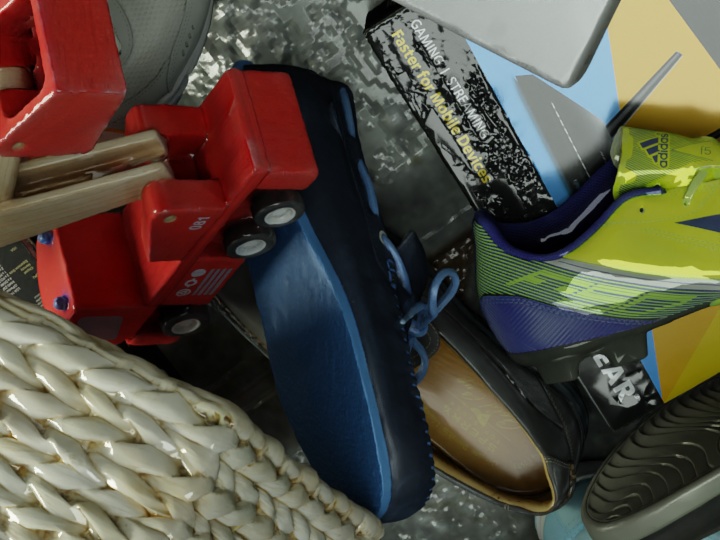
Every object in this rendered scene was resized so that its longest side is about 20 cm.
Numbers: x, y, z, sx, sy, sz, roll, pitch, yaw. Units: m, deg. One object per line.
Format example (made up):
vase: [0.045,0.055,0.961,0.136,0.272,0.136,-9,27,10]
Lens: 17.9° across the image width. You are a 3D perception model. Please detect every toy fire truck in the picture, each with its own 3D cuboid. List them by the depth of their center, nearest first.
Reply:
toy fire truck: [-0.095,-0.032,0.847,0.140,0.049,0.200,-1,152,-32]

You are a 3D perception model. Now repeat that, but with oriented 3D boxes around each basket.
basket: [-0.120,0.105,0.789,0.199,0.198,0.162,25,80,23]

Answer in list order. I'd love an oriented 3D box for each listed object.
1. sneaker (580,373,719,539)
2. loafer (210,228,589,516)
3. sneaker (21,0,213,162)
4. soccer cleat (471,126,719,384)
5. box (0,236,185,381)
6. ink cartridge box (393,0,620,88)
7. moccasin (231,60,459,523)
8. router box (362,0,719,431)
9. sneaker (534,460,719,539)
sneaker: [0.192,0.089,0.947,0.199,0.075,0.107,-30,111,-12]
loafer: [0.012,0.034,0.956,0.199,0.072,0.073,29,109,-8]
sneaker: [-0.135,-0.067,0.885,0.200,0.092,0.076,-43,83,-11]
soccer cleat: [0.137,-0.024,0.882,0.199,0.065,0.084,-21,99,6]
box: [-0.193,0.062,0.985,0.199,0.044,0.161,-36,105,12]
ink cartridge box: [0.032,-0.192,0.862,0.199,0.045,0.177,27,101,5]
moccasin: [0.000,0.000,0.896,0.068,0.201,0.080,-4,157,-29]
router box: [0.114,-0.057,0.932,0.149,0.051,0.201,-31,104,11]
sneaker: [0.171,0.145,0.986,0.198,0.082,0.074,13,110,-3]
